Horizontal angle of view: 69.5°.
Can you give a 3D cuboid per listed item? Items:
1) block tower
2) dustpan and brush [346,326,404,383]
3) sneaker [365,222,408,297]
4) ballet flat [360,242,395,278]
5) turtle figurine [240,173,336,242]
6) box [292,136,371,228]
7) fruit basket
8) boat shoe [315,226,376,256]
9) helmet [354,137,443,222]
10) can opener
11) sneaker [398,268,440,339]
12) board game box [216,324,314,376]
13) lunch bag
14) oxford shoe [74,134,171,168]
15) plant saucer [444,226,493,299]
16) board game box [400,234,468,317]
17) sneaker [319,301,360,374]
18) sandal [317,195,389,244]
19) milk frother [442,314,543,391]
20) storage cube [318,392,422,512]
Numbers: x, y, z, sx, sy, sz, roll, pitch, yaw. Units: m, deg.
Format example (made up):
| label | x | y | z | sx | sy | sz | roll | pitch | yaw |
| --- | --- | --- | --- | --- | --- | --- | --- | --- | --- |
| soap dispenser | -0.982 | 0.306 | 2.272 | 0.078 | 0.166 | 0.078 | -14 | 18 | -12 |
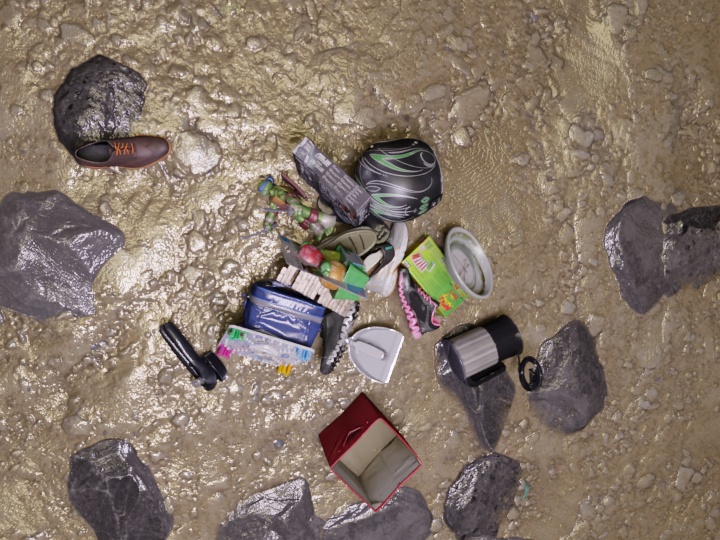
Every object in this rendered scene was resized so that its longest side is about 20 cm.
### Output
| label | x | y | z | sx | sy | sz | roll | pitch | yaw |
| --- | --- | --- | --- | --- | --- | --- | --- | --- | --- |
| block tower | -0.103 | 0.040 | 1.233 | 0.198 | 0.058 | 0.054 | 29 | 97 | -18 |
| dustpan and brush | -0.002 | 0.195 | 1.342 | 0.198 | 0.057 | 0.141 | 21 | 90 | 13 |
| sneaker | 0.059 | -0.038 | 1.325 | 0.091 | 0.076 | 0.203 | 15 | 92 | -12 |
| ballet flat | 0.000 | 0.000 | 1.279 | 0.200 | 0.068 | 0.068 | -45 | 76 | 20 |
| turtle figurine | -0.168 | -0.114 | 1.219 | 0.192 | 0.201 | 0.144 | 25 | 125 | -21 |
| box | -0.065 | -0.197 | 1.193 | 0.200 | 0.158 | 0.050 | 43 | 83 | 6 |
| fruit basket | -0.081 | -0.018 | 1.141 | 0.198 | 0.186 | 0.094 | 30 | 103 | -22 |
| boat shoe | -0.057 | -0.059 | 1.268 | 0.198 | 0.069 | 0.075 | -23 | 121 | 4 |
| helmet | 0.082 | -0.213 | 1.243 | 0.188 | 0.200 | 0.203 | -12 | 100 | -15 |
| can opener | -0.409 | 0.207 | 1.245 | 0.063 | 0.079 | 0.200 | -33 | 105 | 32 |
| sneaker | 0.155 | 0.079 | 1.346 | 0.094 | 0.079 | 0.202 | -14 | 114 | 14 |
| board game box | -0.230 | 0.193 | 1.217 | 0.198 | 0.200 | 0.026 | 19 | 62 | -16 |
| lunch bag | -0.190 | 0.097 | 1.240 | 0.198 | 0.136 | 0.134 | 20 | 89 | -18 |
| oxford shoe | -0.517 | -0.258 | 1.137 | 0.197 | 0.072 | 0.072 | -14 | 100 | -13 |
| plant saucer | 0.272 | -0.014 | 1.360 | 0.199 | 0.050 | 0.203 | 27 | 50 | -37 |
| board game box | 0.197 | 0.016 | 1.381 | 0.101 | 0.048 | 0.201 | -42 | 105 | -6 |
| sneaker | -0.073 | 0.160 | 1.300 | 0.089 | 0.067 | 0.202 | 17 | 69 | 12 |
| sandal | -0.014 | -0.139 | 1.287 | 0.198 | 0.043 | 0.077 | 29 | 88 | 0 |
| milk frother | 0.352 | 0.244 | 1.376 | 0.186 | 0.200 | 0.183 | -22 | 106 | -11 |
| storage cube | 0.020 | 0.453 | 1.323 | 0.171 | 0.180 | 0.200 | -43 | 105 | -6 |
